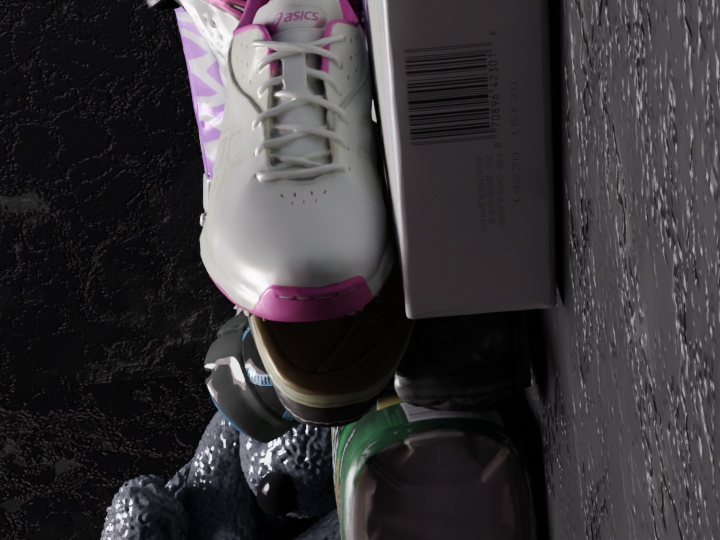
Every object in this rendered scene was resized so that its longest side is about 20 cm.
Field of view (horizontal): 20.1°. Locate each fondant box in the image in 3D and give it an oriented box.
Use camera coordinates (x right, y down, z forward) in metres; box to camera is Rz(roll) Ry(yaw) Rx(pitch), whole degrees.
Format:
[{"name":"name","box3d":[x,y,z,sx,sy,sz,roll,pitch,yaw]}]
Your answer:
[{"name":"fondant box","box3d":[0.032,-0.094,0.770,0.200,0.058,0.145,-95,0,-60]}]

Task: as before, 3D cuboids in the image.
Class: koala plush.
[{"name":"koala plush","box3d":[-0.029,0.102,1.169,0.184,0.177,0.200,-51,-14,-42]}]

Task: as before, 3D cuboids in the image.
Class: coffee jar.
[{"name":"coffee jar","box3d":[0.030,0.093,0.935,0.200,0.085,0.105,-100,6,-79]}]

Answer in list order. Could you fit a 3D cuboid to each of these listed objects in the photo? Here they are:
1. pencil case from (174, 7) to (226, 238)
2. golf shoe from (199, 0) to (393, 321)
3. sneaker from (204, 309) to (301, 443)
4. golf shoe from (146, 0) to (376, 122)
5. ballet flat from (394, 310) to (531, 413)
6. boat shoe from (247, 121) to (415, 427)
[{"name":"pencil case","box3d":[-0.064,-0.105,1.121,0.084,0.085,0.200,-115,14,-64]},{"name":"golf shoe","box3d":[-0.028,-0.055,0.788,0.200,0.075,0.092,-99,6,-58]},{"name":"sneaker","box3d":[0.000,0.000,0.966,0.073,0.082,0.200,47,-140,-23]},{"name":"golf shoe","box3d":[-0.025,-0.115,0.999,0.200,0.073,0.092,43,120,24]},{"name":"ballet flat","box3d":[0.037,0.000,0.882,0.200,0.057,0.067,-97,2,-68]},{"name":"boat shoe","box3d":[-0.014,0.002,0.856,0.201,0.072,0.066,-98,9,-52]}]
